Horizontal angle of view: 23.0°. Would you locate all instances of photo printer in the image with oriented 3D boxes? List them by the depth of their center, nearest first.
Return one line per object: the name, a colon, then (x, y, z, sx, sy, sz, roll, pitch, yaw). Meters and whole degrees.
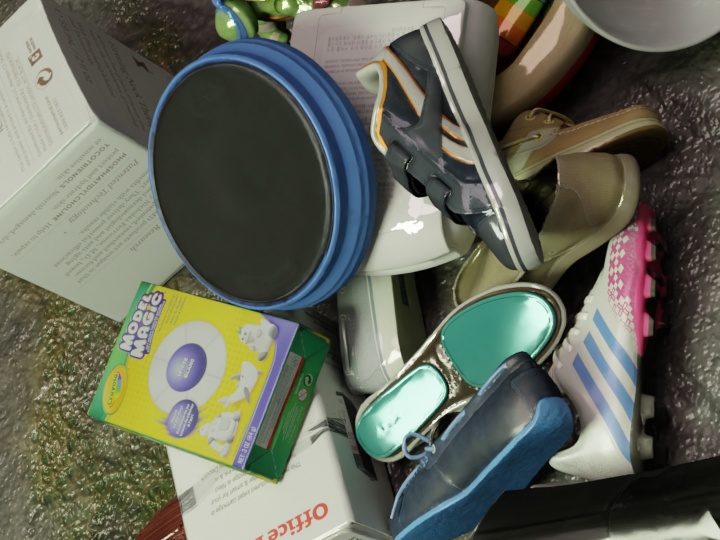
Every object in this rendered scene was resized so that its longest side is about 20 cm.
photo printer: (0.016, -0.096, 1.310, 0.166, 0.069, 0.201, 0, 78, 32)

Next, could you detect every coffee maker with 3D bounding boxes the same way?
coffee maker: (0.172, 0.181, 1.097, 0.199, 0.192, 0.135, -18, 78, 32)

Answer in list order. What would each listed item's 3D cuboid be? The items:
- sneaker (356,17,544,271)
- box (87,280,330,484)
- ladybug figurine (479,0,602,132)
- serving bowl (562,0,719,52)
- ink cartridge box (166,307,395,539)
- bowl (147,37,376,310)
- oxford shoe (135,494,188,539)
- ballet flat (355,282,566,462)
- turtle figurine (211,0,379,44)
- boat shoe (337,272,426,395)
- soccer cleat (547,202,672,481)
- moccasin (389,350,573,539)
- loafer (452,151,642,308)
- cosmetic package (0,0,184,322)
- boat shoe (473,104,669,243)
sneaker: (0.059, -0.074, 1.201, 0.079, 0.078, 0.201, -25, 60, 7)
box: (-0.126, 0.079, 1.343, 0.199, 0.048, 0.118, 12, 77, 41)
ladybug figurine: (0.128, -0.186, 1.354, 0.200, 0.072, 0.136, -52, 47, 8)
serving bowl: (0.205, -0.260, 1.266, 0.201, 0.200, 0.066, -61, 27, 0)
ink cartridge box: (-0.064, 0.147, 1.352, 0.144, 0.084, 0.201, -31, 54, 22)
bowl: (-0.077, -0.066, 1.283, 0.200, 0.039, 0.202, 15, 113, 37)
oxford shoe: (-0.137, 0.242, 1.357, 0.070, 0.075, 0.200, -36, 21, 23)
ballet flat: (0.077, 0.069, 1.283, 0.200, 0.069, 0.070, -41, 52, 28)
turtle figurine: (-0.021, -0.217, 1.469, 0.194, 0.200, 0.144, -46, 3, -17)
boat shoe: (0.000, 0.001, 1.373, 0.071, 0.070, 0.202, -18, 65, 23)
soccer cleat: (0.167, 0.048, 1.227, 0.086, 0.070, 0.201, -2, 71, 21)
moccasin: (0.082, 0.127, 1.238, 0.200, 0.080, 0.068, -47, 54, 39)
loafer: (0.119, -0.029, 1.264, 0.200, 0.068, 0.076, -46, 32, 44)
cosmetic package: (-0.238, -0.092, 1.502, 0.166, 0.200, 0.168, -41, 53, 16)
boat shoe: (0.131, -0.084, 1.311, 0.199, 0.074, 0.067, -23, 64, 27)
